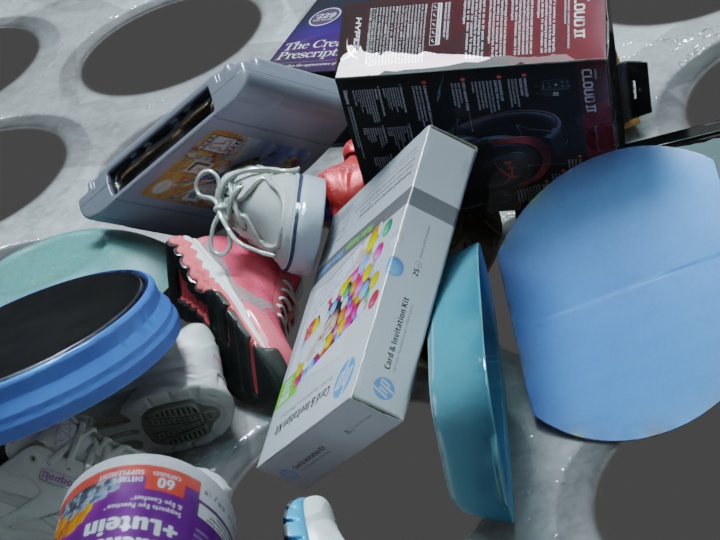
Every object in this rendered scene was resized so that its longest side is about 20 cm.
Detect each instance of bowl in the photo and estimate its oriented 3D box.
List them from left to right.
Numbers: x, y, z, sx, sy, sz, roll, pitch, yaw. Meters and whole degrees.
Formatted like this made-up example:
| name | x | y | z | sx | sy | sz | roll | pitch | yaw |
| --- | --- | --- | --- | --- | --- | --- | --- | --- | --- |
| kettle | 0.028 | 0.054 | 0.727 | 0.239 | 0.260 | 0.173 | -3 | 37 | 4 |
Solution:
| name | x | y | z | sx | sy | sz | roll | pitch | yaw |
| --- | --- | --- | --- | --- | --- | --- | --- | --- | --- |
| bowl | -0.219 | 0.057 | 1.299 | 0.200 | 0.039 | 0.201 | -20 | 17 | 7 |

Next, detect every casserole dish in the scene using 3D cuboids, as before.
| name | x | y | z | sx | sy | sz | roll | pitch | yaw |
| --- | --- | --- | --- | --- | --- | --- | --- | --- | --- |
| casserole dish | 0.067 | 0.069 | 1.204 | 0.039 | 0.121 | 0.200 | -9 | 33 | 6 |

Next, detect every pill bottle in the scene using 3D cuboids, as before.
| name | x | y | z | sx | sy | sz | roll | pitch | yaw |
| --- | --- | --- | --- | --- | --- | --- | --- | --- | --- |
| pill bottle | -0.133 | 0.209 | 1.123 | 0.111 | 0.112 | 0.200 | -14 | 33 | 11 |

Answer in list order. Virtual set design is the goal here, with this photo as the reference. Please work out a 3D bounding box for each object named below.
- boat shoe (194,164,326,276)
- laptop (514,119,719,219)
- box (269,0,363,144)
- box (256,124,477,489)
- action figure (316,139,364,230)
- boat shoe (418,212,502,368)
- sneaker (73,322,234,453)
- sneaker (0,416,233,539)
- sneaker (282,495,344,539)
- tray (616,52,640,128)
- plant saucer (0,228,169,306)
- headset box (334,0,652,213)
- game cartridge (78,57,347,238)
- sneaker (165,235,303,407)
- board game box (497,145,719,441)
| name | x | y | z | sx | sy | sz | roll | pitch | yaw |
| --- | --- | --- | --- | --- | --- | --- | --- | --- | --- |
| boat shoe | -0.078 | -0.047 | 1.399 | 0.086 | 0.075 | 0.202 | 8 | 10 | -12 |
| laptop | 0.205 | -0.036 | 1.389 | 0.177 | 0.103 | 0.200 | -14 | 58 | 12 |
| box | 0.038 | -0.176 | 1.631 | 0.200 | 0.079 | 0.141 | -1 | 35 | 29 |
| box | 0.003 | 0.026 | 1.250 | 0.156 | 0.041 | 0.200 | -41 | 29 | 58 |
| action figure | 0.000 | 0.000 | 1.414 | 0.065 | 0.099 | 0.200 | -8 | 57 | 15 |
| boat shoe | 0.047 | 0.005 | 1.367 | 0.063 | 0.073 | 0.201 | -20 | 29 | 28 |
| sneaker | -0.186 | 0.086 | 1.362 | 0.199 | 0.078 | 0.100 | -9 | 44 | 2 |
| sneaker | -0.180 | 0.139 | 1.264 | 0.200 | 0.100 | 0.075 | -3 | 29 | 25 |
| sneaker | 0.008 | 0.200 | 1.107 | 0.086 | 0.075 | 0.200 | -15 | 40 | -4 |
| tray | 0.103 | -0.123 | 1.487 | 0.200 | 0.099 | 0.037 | -21 | 12 | 0 |
| plant saucer | -0.238 | 0.009 | 1.514 | 0.201 | 0.039 | 0.201 | -16 | 21 | 6 |
| headset box | 0.095 | -0.112 | 1.313 | 0.199 | 0.149 | 0.075 | -3 | 52 | 11 |
| game cartridge | -0.105 | -0.088 | 1.492 | 0.200 | 0.133 | 0.042 | -36 | 56 | 34 |
| sneaker | -0.074 | 0.023 | 1.403 | 0.087 | 0.074 | 0.200 | -14 | 35 | -20 |
| board game box | 0.177 | 0.020 | 1.260 | 0.158 | 0.039 | 0.200 | -22 | 60 | 20 |
